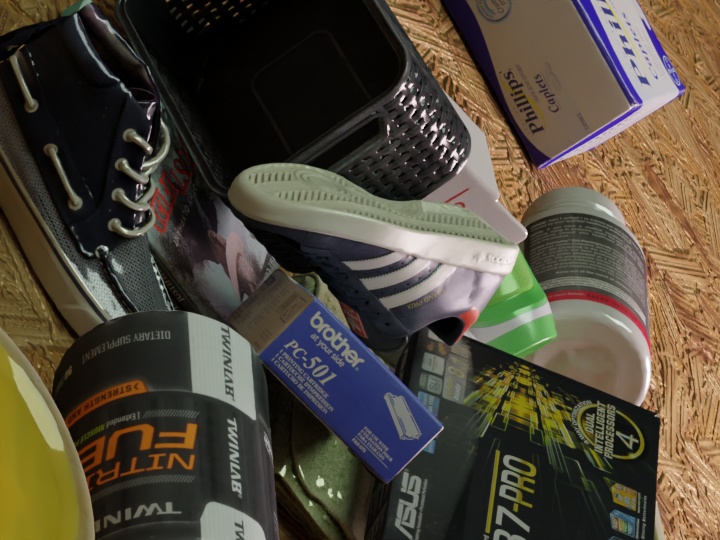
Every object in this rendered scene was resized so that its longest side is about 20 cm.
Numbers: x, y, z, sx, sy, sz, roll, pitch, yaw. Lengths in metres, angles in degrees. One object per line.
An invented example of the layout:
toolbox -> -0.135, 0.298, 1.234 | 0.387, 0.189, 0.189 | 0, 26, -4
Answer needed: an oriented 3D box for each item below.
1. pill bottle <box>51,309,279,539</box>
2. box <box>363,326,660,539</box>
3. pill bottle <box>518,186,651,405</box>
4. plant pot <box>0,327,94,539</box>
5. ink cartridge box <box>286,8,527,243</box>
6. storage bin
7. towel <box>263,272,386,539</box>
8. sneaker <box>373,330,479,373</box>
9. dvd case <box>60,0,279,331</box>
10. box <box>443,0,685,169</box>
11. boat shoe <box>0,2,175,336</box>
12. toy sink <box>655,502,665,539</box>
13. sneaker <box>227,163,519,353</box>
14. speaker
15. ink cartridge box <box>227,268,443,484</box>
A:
pill bottle -> -0.090, 0.122, 1.285 | 0.106, 0.106, 0.200 | 45, 25, -37
box -> 0.088, 0.131, 1.580 | 0.161, 0.049, 0.200 | 21, 37, -6
pill bottle -> 0.152, 0.023, 1.995 | 0.111, 0.111, 0.200 | 52, 22, -24
plant pot -> -0.202, 0.096, 0.929 | 0.201, 0.189, 0.201 | 48, 24, -29
ink cartridge box -> 0.006, -0.072, 1.765 | 0.200, 0.116, 0.067 | 44, 25, -40
storage bin -> -0.041, -0.115, 1.616 | 0.094, 0.135, 0.200 | 48, 9, -49
towel -> -0.006, 0.101, 1.618 | 0.148, 0.036, 0.200 | 51, 22, -27
sneaker -> 0.054, 0.054, 1.778 | 0.200, 0.074, 0.087 | 45, 20, -38
dvd case -> -0.117, -0.047, 1.572 | 0.200, 0.022, 0.146 | 55, 21, -19
box -> 0.173, -0.198, 2.352 | 0.184, 0.105, 0.200 | 61, 20, 2
boat shoe -> -0.129, -0.042, 1.428 | 0.200, 0.093, 0.075 | 57, 20, -10
toy sink -> 0.125, 0.198, 1.690 | 0.130, 0.112, 0.200 | 45, 26, -36
sneaker -> 0.000, 0.000, 1.535 | 0.200, 0.085, 0.075 | 15, 19, -40
speaker -> 0.055, -0.028, 1.868 | 0.200, 0.088, 0.088 | 63, 20, 6
ink cartridge box -> -0.016, 0.052, 1.454 | 0.094, 0.044, 0.200 | 45, -2, -8
